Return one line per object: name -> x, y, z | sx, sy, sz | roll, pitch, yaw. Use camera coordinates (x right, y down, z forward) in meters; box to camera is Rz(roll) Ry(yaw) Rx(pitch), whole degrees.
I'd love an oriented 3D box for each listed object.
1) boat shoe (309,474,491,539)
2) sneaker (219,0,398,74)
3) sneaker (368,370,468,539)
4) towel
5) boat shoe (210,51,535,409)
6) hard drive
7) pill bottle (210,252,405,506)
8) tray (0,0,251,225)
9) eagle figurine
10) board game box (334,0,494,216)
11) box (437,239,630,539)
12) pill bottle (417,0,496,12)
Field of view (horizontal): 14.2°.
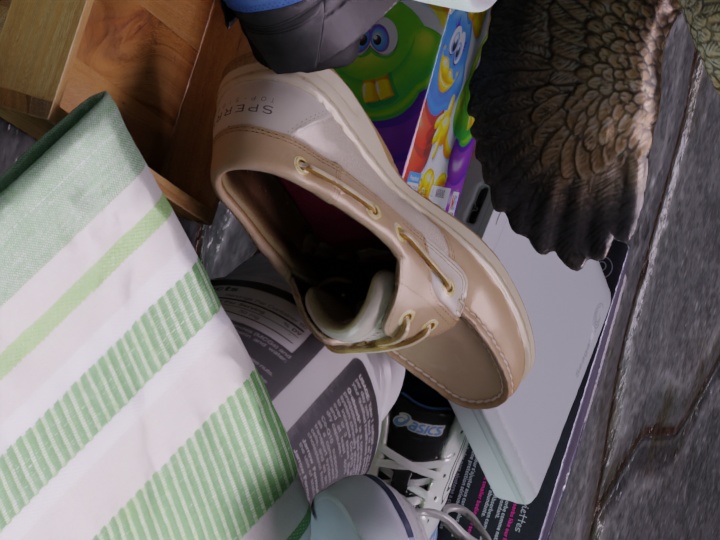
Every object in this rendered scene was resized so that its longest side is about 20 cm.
boat shoe -> 0.036, 0.138, 1.146 | 0.086, 0.075, 0.203 | -25, 139, -12
sneaker -> -0.017, -0.160, 1.116 | 0.201, 0.076, 0.112 | -79, 152, -44
sneaker -> 0.020, 0.096, 1.482 | 0.072, 0.071, 0.201 | -87, -169, -82
towel -> -0.098, 0.062, 1.027 | 0.153, 0.023, 0.201 | -45, 123, -29
boat shoe -> 0.000, 0.000, 1.178 | 0.200, 0.073, 0.069 | 48, 44, -31
hard drive -> 0.078, 0.016, 1.446 | 0.132, 0.026, 0.200 | -67, 155, -23
pill bottle -> -0.059, 0.071, 1.203 | 0.200, 0.116, 0.117 | -46, 148, -58
tray -> -0.086, -0.086, 1.110 | 0.200, 0.037, 0.099 | 37, 69, -74
eagle figurine -> 0.134, -0.118, 1.234 | 0.152, 0.150, 0.201 | 102, 4, -60
board game box -> 0.008, -0.127, 1.263 | 0.105, 0.102, 0.201 | 3, 102, -74
box -> 0.071, 0.075, 1.617 | 0.132, 0.114, 0.201 | 67, 41, -80
pill bottle -> -0.045, -0.146, 0.892 | 0.114, 0.199, 0.115 | 16, 90, -74
